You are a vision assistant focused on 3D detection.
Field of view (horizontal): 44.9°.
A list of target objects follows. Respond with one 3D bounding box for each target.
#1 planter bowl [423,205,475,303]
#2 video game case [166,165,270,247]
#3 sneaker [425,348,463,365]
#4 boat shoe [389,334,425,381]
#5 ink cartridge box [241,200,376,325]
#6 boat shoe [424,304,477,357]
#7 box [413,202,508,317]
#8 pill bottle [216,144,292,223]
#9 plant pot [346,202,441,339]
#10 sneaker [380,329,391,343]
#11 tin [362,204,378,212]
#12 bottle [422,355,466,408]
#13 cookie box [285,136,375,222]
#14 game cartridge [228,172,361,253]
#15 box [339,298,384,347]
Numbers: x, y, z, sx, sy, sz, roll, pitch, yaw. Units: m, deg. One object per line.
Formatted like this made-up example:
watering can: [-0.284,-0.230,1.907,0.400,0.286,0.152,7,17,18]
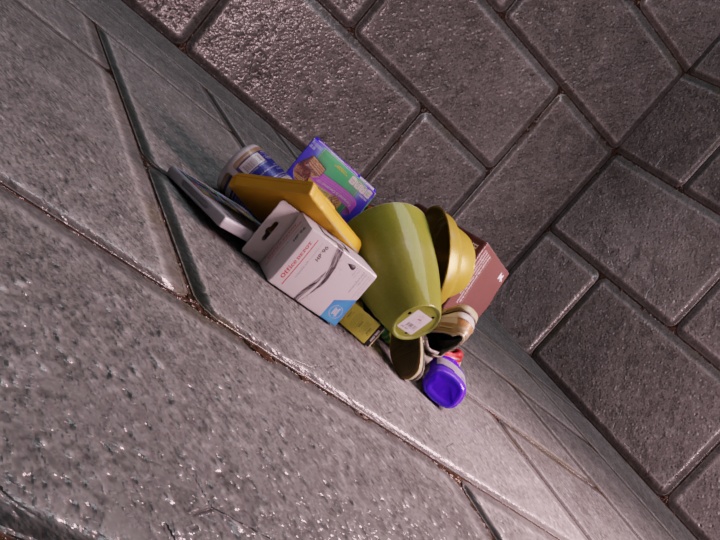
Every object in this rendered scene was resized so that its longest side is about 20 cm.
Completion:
planter bowl: [0.163,-0.016,1.652,0.082,0.204,0.201,8,20,-18]
video game case: [-0.219,-0.092,1.489,0.182,0.023,0.199,42,6,37]
sneaker: [0.133,0.137,1.836,0.199,0.085,0.077,40,8,-6]
boat shoe: [0.092,0.124,1.621,0.066,0.071,0.203,37,28,-40]
ink cartridge box: [-0.084,-0.011,1.437,0.199,0.116,0.068,36,9,-34]
boat shoe: [0.137,0.128,1.677,0.075,0.199,0.069,43,46,-16]
box: [0.169,-0.003,1.817,0.199,0.167,0.164,32,-6,34]
pill bottle: [-0.172,-0.137,1.682,0.200,0.116,0.116,44,8,7]
plant pot: [0.068,0.017,1.555,0.186,0.186,0.202,33,27,-47]
sneaker: [0.019,0.058,1.736,0.200,0.074,0.083,49,6,37]
tin: [0.009,-0.064,1.998,0.041,0.202,0.113,14,46,3]
bottle: [0.161,0.207,1.678,0.083,0.066,0.200,37,7,1]
cookie box: [-0.093,-0.139,1.776,0.171,0.201,0.075,40,9,-4]
game cartridge: [-0.110,-0.098,1.480,0.174,0.033,0.200,11,-24,30]
box: [-0.045,0.048,1.561,0.199,0.050,0.075,41,9,-8]
